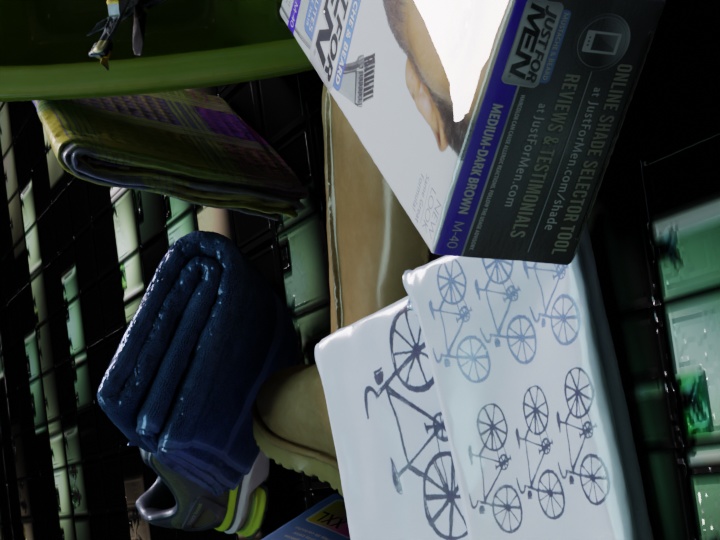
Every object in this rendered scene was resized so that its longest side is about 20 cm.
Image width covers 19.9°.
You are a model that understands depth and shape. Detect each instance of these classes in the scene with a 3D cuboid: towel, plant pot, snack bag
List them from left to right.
[{"bbox_3d":[-0.128,-0.187,1.092,0.181,0.199,0.200,174,90,-78],"label":"plant pot"},{"bbox_3d":[-0.120,-0.078,1.175,0.200,0.143,0.023,-131,54,-63],"label":"towel"},{"bbox_3d":[-0.076,0.053,1.077,0.200,0.048,0.112,60,-127,-74],"label":"towel"},{"bbox_3d":[0.043,0.088,0.827,0.200,0.021,0.190,-27,71,53],"label":"snack bag"}]

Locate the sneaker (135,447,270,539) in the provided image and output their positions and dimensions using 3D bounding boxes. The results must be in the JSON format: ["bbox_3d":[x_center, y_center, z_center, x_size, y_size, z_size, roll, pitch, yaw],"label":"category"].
[{"bbox_3d":[-0.096,0.087,1.256,0.074,0.080,0.201,-122,31,-53],"label":"sneaker"}]

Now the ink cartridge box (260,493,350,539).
[{"bbox_3d":[-0.047,0.206,0.932,0.076,0.200,0.137,19,116,29],"label":"ink cartridge box"}]

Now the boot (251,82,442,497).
[{"bbox_3d":[0.000,0.000,0.962,0.175,0.066,0.201,22,118,57],"label":"boot"}]

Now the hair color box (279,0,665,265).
[{"bbox_3d":[0.034,-0.101,0.786,0.200,0.064,0.110,-122,42,-51],"label":"hair color box"}]

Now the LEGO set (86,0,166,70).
[{"bbox_3d":[-0.056,-0.188,0.941,0.116,0.199,0.155,43,-142,-48],"label":"LEGO set"}]
